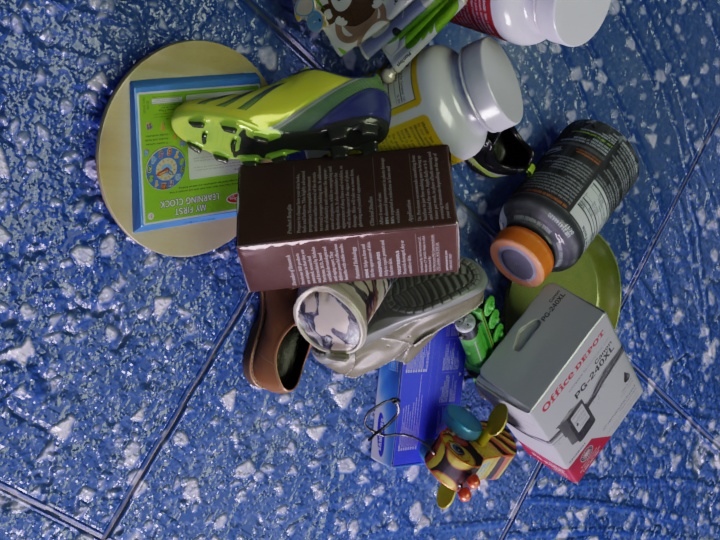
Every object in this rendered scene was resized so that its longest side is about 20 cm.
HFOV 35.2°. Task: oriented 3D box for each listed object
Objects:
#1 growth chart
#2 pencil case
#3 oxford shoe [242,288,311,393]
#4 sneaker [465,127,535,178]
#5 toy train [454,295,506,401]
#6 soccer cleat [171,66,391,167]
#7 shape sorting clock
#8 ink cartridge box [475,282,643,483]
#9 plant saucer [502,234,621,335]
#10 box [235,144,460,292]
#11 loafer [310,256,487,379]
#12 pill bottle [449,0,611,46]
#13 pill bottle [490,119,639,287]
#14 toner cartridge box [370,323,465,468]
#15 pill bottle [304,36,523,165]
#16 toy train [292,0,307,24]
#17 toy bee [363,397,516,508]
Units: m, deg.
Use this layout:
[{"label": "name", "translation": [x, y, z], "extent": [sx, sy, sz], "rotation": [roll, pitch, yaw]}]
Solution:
[{"label": "growth chart", "translation": [-0.004, -0.270, 1.033], "extent": [0.145, 0.200, 0.018], "rotation": [-48, 173, 25]}, {"label": "pencil case", "translation": [0.000, 0.000, 1.123], "extent": [0.090, 0.077, 0.201], "rotation": [63, 34, -25]}, {"label": "oxford shoe", "translation": [-0.064, 0.024, 1.136], "extent": [0.071, 0.071, 0.203], "rotation": [5, 94, -35]}, {"label": "sneaker", "translation": [0.124, -0.170, 1.228], "extent": [0.199, 0.082, 0.072], "rotation": [37, 77, -35]}, {"label": "toy train", "translation": [0.138, 0.088, 1.270], "extent": [0.057, 0.041, 0.201], "rotation": [-60, 151, -21]}, {"label": "soccer cleat", "translation": [-0.071, -0.145, 1.026], "extent": [0.197, 0.065, 0.085], "rotation": [-1, 64, -3]}, {"label": "shape sorting clock", "translation": [-0.157, -0.112, 1.059], "extent": [0.198, 0.039, 0.203], "rotation": [-12, 108, -39]}, {"label": "ink cartridge box", "translation": [0.232, 0.131, 1.298], "extent": [0.146, 0.083, 0.200], "rotation": [-51, 141, -10]}, {"label": "plant saucer", "translation": [0.241, 0.043, 1.387], "extent": [0.198, 0.031, 0.203], "rotation": [-8, 103, -34]}, {"label": "box", "translation": [-0.011, -0.047, 1.035], "extent": [0.197, 0.101, 0.075], "rotation": [-4, 141, 2]}, {"label": "loafer", "translation": [0.045, 0.051, 1.187], "extent": [0.198, 0.076, 0.070], "rotation": [-25, 133, 11]}, {"label": "pill bottle", "translation": [0.129, -0.274, 1.047], "extent": [0.111, 0.199, 0.114], "rotation": [-25, 129, -35]}, {"label": "pill bottle", "translation": [0.227, -0.073, 1.293], "extent": [0.200, 0.105, 0.107], "rotation": [-48, 123, -28]}, {"label": "toner cartridge box", "translation": [0.068, 0.113, 1.265], "extent": [0.094, 0.043, 0.203], "rotation": [1, 98, -36]}, {"label": "pill bottle", "translation": [0.050, -0.147, 1.093], "extent": [0.112, 0.198, 0.114], "rotation": [37, 44, -46]}, {"label": "toy train", "translation": [0.013, -0.308, 1.125], "extent": [0.198, 0.085, 0.116], "rotation": [-21, 120, -31]}, {"label": "toy bee", "translation": [0.103, 0.206, 1.211], "extent": [0.198, 0.109, 0.132], "rotation": [-8, 130, -30]}]
